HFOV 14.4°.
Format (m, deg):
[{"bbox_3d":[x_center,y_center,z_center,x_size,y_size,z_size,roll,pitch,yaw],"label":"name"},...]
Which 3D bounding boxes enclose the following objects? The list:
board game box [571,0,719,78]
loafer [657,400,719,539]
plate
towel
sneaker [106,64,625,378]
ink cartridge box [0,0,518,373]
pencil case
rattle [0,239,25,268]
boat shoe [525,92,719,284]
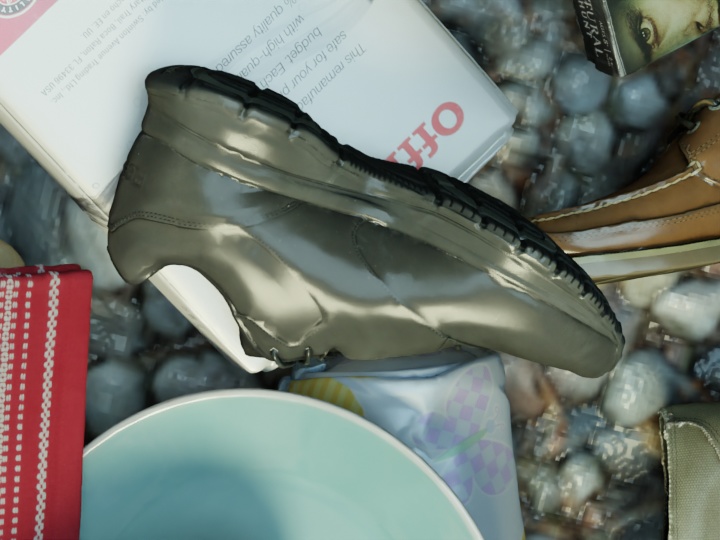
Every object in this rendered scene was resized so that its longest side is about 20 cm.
[{"bbox_3d":[0.124,-0.192,1.106,0.135,0.028,0.201,-29,119,-19],"label":"board game box"},{"bbox_3d":[0.127,0.144,1.159,0.069,0.075,0.202,14,87,0],"label":"loafer"},{"bbox_3d":[-0.040,0.143,1.079,0.198,0.026,0.202,1,96,7],"label":"plate"},{"bbox_3d":[-0.170,0.073,0.992,0.199,0.022,0.146,-4,99,-48],"label":"towel"},{"bbox_3d":[0.000,0.000,1.039,0.199,0.076,0.091,25,99,-6],"label":"sneaker"},{"bbox_3d":[-0.061,-0.081,1.092,0.146,0.083,0.200,-44,101,-6],"label":"ink cartridge box"},{"bbox_3d":[0.023,0.126,1.124,0.090,0.083,0.202,-10,97,-16],"label":"pencil case"},{"bbox_3d":[-0.206,0.056,1.031,0.130,0.143,0.201,29,80,0],"label":"rattle"},{"bbox_3d":[0.146,-0.038,1.149,0.199,0.072,0.069,-11,92,-20],"label":"boat shoe"}]
